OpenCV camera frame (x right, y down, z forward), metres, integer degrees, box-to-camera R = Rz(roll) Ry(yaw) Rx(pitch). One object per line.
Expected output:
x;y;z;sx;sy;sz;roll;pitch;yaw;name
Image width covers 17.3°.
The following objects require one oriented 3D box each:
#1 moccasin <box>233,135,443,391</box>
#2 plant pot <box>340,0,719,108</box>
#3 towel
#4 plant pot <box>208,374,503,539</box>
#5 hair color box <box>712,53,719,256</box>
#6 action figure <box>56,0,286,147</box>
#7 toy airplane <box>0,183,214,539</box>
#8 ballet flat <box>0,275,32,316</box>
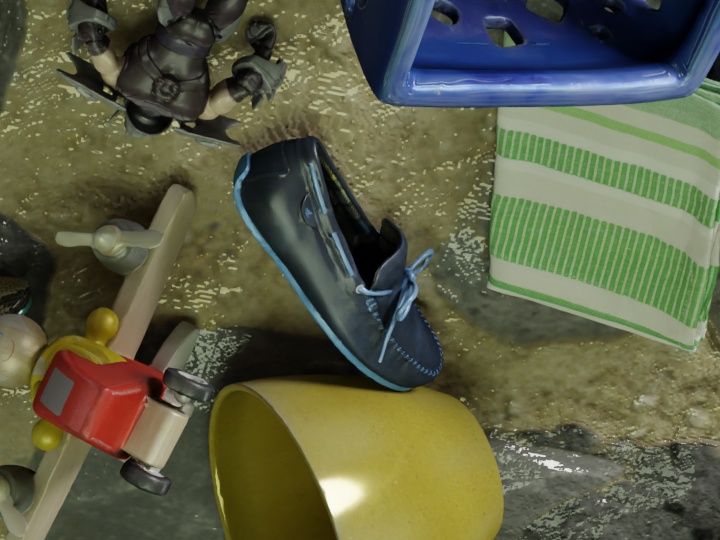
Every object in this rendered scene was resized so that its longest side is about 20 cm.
0.000;0.000;1.450;0.068;0.081;0.200;-26;128;21;moccasin
0.085;-0.212;1.185;0.199;0.180;0.200;-5;135;-28;plant pot
0.149;-0.045;1.421;0.152;0.023;0.200;18;135;16;towel
0.008;0.149;1.528;0.142;0.200;0.201;-17;135;-23;plant pot
0.260;-0.104;1.391;0.099;0.061;0.200;-3;132;-1;hair color box
-0.092;-0.144;1.332;0.130;0.070;0.200;13;133;-24;action figure
-0.166;0.065;1.445;0.141;0.200;0.199;24;138;-4;toy airplane
-0.300;0.043;1.485;0.200;0.068;0.075;-32;110;24;ballet flat
